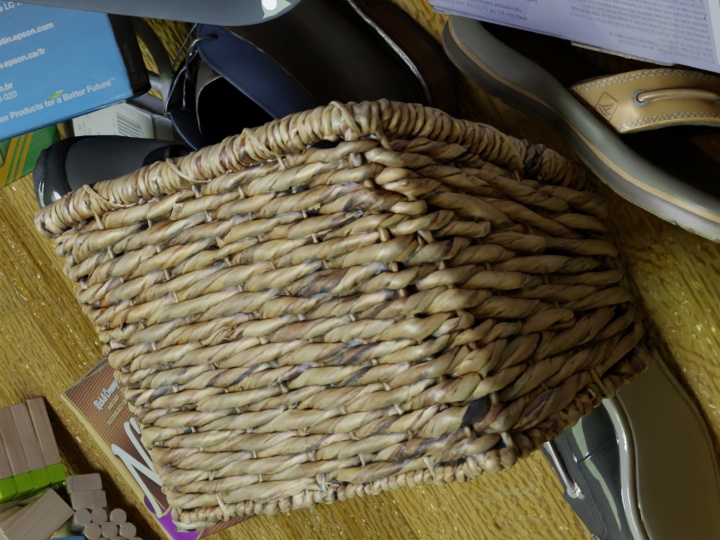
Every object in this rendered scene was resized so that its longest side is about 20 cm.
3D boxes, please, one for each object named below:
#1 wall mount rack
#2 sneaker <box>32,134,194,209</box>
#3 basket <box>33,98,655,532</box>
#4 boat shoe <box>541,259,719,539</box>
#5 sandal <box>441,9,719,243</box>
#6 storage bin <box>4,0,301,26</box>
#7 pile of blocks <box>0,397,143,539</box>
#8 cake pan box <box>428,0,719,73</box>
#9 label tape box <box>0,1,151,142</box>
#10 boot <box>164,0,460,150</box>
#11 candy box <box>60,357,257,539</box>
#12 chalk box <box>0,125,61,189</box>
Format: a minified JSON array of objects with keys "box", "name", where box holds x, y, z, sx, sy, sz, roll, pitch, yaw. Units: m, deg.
[{"box":[-0.114,-0.078,1.066,0.174,0.075,0.200,27,141,26],"name":"wall mount rack"},{"box":[-0.045,-0.033,0.963,0.200,0.074,0.079,10,139,-14],"name":"sneaker"},{"box":[0.000,0.000,0.854,0.200,0.143,0.149,-17,99,45],"name":"basket"},{"box":[0.103,0.061,0.944,0.057,0.067,0.200,-8,111,47],"name":"boat shoe"},{"box":[0.114,-0.059,0.817,0.200,0.080,0.054,40,111,29],"name":"sandal"},{"box":[-0.111,-0.196,0.815,0.200,0.135,0.146,4,146,-12],"name":"storage bin"},{"box":[-0.192,0.174,1.403,0.200,0.082,0.062,48,147,2],"name":"pile of blocks"},{"box":[0.092,-0.162,0.746,0.200,0.052,0.184,18,138,40],"name":"cake pan box"},{"box":[-0.190,-0.149,0.933,0.063,0.144,0.200,-67,-40,-80],"name":"label tape box"},{"box":[-0.058,-0.109,0.928,0.200,0.097,0.075,37,131,16],"name":"boot"},{"box":[-0.079,0.077,1.193,0.117,0.056,0.200,53,146,-6],"name":"candy box"},{"box":[-0.239,-0.126,1.057,0.124,0.124,0.200,54,166,29],"name":"chalk box"}]
